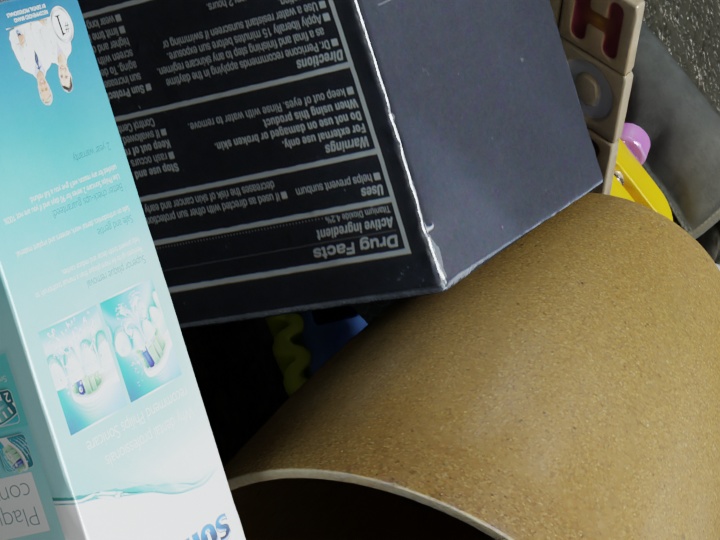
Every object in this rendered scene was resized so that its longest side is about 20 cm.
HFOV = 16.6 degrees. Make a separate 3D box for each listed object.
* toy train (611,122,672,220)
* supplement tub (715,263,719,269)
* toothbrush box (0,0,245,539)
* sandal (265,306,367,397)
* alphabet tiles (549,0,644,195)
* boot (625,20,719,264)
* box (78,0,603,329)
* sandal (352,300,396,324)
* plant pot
[{"bbox_3d":[0.104,0.004,1.189,0.150,0.055,0.201,-28,96,-52],"label":"toy train"},{"bbox_3d":[0.140,0.061,1.067,0.132,0.198,0.133,-165,-90,-84],"label":"supplement tub"},{"bbox_3d":[-0.136,0.029,0.764,0.085,0.145,0.202,-30,105,-60],"label":"toothbrush box"},{"bbox_3d":[0.000,0.000,1.050,0.080,0.086,0.202,63,14,-75],"label":"sandal"},{"bbox_3d":[0.025,-0.111,0.961,0.008,0.200,0.168,-35,147,-33],"label":"alphabet tiles"},{"bbox_3d":[0.146,-0.111,1.267,0.072,0.182,0.201,-10,55,-24],"label":"boot"},{"bbox_3d":[-0.043,-0.092,0.909,0.123,0.199,0.200,-29,106,-49],"label":"box"},{"bbox_3d":[0.002,-0.055,1.000,0.043,0.076,0.201,-22,77,-50],"label":"sandal"},{"bbox_3d":[0.058,0.069,0.882,0.187,0.185,0.200,59,45,-29],"label":"plant pot"}]
